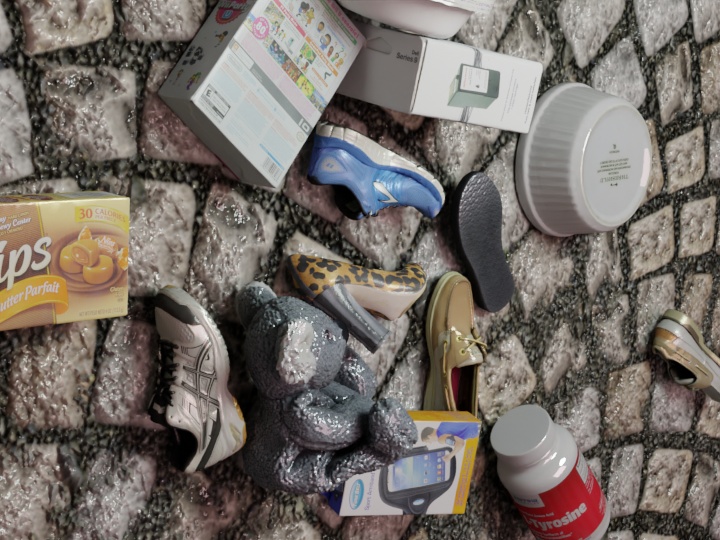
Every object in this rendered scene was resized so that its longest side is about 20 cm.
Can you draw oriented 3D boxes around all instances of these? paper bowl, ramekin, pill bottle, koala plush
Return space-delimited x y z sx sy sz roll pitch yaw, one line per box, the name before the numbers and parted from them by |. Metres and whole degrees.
paper bowl | 0.049 -0.314 1.491 0.199 0.200 0.106 4 109 -44
ramekin | 0.299 -0.142 1.843 0.201 0.093 0.206 -10 104 -43
pill bottle | 0.247 0.275 1.860 0.113 0.111 0.201 -50 128 -25
koala plush | -0.065 0.115 1.488 0.182 0.177 0.202 -26 121 -11

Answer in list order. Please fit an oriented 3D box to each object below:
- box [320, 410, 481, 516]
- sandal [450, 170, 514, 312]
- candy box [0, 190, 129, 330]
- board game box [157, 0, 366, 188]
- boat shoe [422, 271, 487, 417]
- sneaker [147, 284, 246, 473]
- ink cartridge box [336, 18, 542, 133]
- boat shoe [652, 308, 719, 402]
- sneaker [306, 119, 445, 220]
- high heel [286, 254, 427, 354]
box | 0.043 0.227 1.663 0.197 0.041 0.121 3 103 -30
sandal | 0.143 -0.033 1.755 0.076 0.043 0.202 -34 130 -27
candy box | -0.308 -0.009 1.298 0.198 0.055 0.117 -6 102 -43
board game box | -0.098 -0.212 1.462 0.148 0.064 0.201 47 67 -40
boat shoe | 0.123 0.104 1.736 0.073 0.066 0.203 -9 104 -43
sneaker | -0.180 0.117 1.436 0.087 0.075 0.203 -30 115 -31
ink cartridge box | 0.083 -0.217 1.578 0.198 0.145 0.085 3 103 -44
boat shoe | 0.493 0.143 2.110 0.200 0.074 0.069 47 72 -31
sneaker | 0.013 -0.097 1.595 0.199 0.078 0.090 23 92 -38
high heel | 0.000 0.000 1.614 0.142 0.072 0.200 41 31 0
